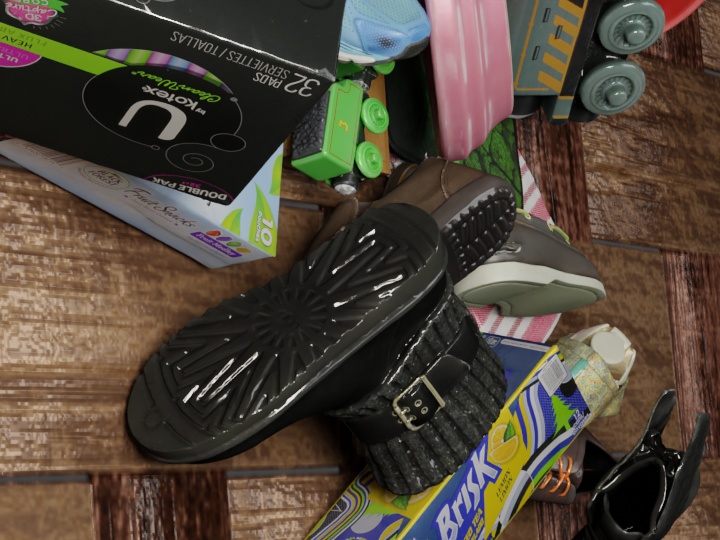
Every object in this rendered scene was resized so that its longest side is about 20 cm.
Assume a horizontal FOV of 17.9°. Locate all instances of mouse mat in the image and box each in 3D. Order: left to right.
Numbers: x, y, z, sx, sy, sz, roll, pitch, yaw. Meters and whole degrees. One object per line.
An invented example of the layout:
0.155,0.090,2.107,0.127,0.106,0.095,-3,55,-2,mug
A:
0.058,-0.144,1.545,0.161,0.008,0.200,26,51,-48,mouse mat

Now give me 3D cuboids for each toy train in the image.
-0.008,-0.141,1.378,0.056,0.042,0.200,28,58,-39,toy train
0.140,-0.179,1.508,0.200,0.114,0.085,104,-20,-45,toy train

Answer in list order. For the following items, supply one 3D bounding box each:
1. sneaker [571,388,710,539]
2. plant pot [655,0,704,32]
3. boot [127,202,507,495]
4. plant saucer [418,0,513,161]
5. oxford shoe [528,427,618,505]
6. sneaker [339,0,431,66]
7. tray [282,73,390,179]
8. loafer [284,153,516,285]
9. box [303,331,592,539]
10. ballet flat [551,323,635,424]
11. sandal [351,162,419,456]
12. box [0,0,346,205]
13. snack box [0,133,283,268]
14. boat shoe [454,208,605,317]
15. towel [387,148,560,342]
0.173,0.174,1.538,0.200,0.060,0.104,-56,161,3,sneaker
0.153,-0.281,1.600,0.200,0.200,0.178,52,24,-39,plant pot
-0.016,0.075,1.281,0.211,0.079,0.158,-32,138,-10,boot
0.061,-0.169,1.416,0.201,0.051,0.201,-8,90,-90,plant saucer
0.109,0.120,1.514,0.200,0.072,0.071,3,106,-57,oxford shoe
-0.025,-0.206,1.316,0.078,0.090,0.200,-29,78,-41,sneaker
-0.025,-0.162,1.424,0.099,0.037,0.201,11,72,-57,tray
0.000,0.000,1.352,0.200,0.071,0.073,-32,138,-22,loafer
0.052,0.129,1.382,0.200,0.070,0.064,-48,126,-28,box
0.158,0.067,1.573,0.200,0.071,0.071,-14,94,-77,ballet flat
0.029,0.022,1.421,0.082,0.054,0.200,83,19,-53,sandal
-0.120,-0.139,1.082,0.200,0.149,0.125,17,62,-17,box
-0.116,-0.101,1.244,0.200,0.053,0.143,32,57,-51,snack box
0.109,-0.007,1.504,0.201,0.072,0.061,15,59,-67,boat shoe
0.082,-0.029,1.573,0.200,0.030,0.146,64,35,-21,towel
